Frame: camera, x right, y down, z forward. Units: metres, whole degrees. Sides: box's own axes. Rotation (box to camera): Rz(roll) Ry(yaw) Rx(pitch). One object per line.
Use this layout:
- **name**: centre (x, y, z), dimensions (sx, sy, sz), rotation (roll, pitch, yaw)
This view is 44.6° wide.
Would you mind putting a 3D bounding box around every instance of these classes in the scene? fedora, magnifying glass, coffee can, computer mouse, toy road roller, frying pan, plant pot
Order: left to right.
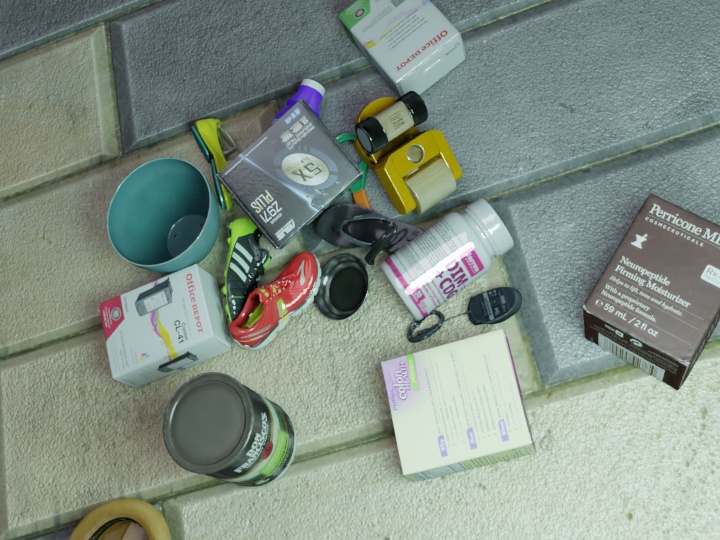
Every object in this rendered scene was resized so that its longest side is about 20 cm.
- **fedora**: centre (-0.381, 0.472, 1.411), dimensions (0.197, 0.082, 0.204), rotation (-6, 64, 12)
- **plant pot**: centre (-0.330, -0.081, 1.565), dimensions (0.197, 0.135, 0.203), rotation (-5, 70, 14)
- **coffee can**: centre (-0.198, 0.253, 1.369), dimensions (0.144, 0.200, 0.149), rotation (-5, 70, 14)
- **frying pan**: centre (-0.012, -0.006, 1.478), dimensions (0.114, 0.031, 0.192), rotation (29, 94, 37)
- **magnifying glass**: centre (-0.008, -0.156, 1.561), dimensions (0.079, 0.022, 0.203), rotation (-20, 65, 8)
- **toy road roller**: centre (0.068, -0.200, 1.508), dimensions (0.122, 0.146, 0.202), rotation (-33, 100, -14)
- **computer mouse**: centre (0.168, 0.077, 1.422), dimensions (0.197, 0.034, 0.059), rotation (-19, 58, 17)

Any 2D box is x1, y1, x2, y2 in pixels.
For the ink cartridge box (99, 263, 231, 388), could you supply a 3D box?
- **ink cartridge box**: centre (-0.341, 0.097, 1.533), dimensions (0.198, 0.086, 0.149), rotation (-23, 66, 9)

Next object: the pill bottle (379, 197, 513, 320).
- **pill bottle**: centre (0.140, -0.021, 1.415), dimensions (0.199, 0.113, 0.114), rotation (-36, 65, 1)

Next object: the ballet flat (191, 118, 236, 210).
- **ballet flat**: centre (-0.256, -0.205, 1.632), dimensions (0.066, 0.067, 0.202), rotation (-18, 63, -14)

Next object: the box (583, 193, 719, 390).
- **box**: centre (0.442, 0.035, 1.277), dimensions (0.165, 0.164, 0.201), rotation (29, 81, 24)

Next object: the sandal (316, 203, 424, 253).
- **sandal**: centre (0.019, -0.068, 1.488), dimensions (0.197, 0.043, 0.077), rotation (11, 93, 14)

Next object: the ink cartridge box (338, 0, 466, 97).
- **ink cartridge box**: centre (0.076, -0.425, 1.596), dimensions (0.144, 0.084, 0.201), rotation (-37, 65, 1)

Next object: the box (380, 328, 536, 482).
- **box**: centre (0.149, 0.209, 1.340), dimensions (0.197, 0.097, 0.178), rotation (-16, 67, 9)

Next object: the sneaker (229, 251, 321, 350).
- **sneaker**: centre (-0.144, 0.047, 1.485), dimensions (0.077, 0.085, 0.201), rotation (34, 83, 36)

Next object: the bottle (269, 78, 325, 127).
- **bottle**: centre (-0.125, -0.252, 1.604), dimensions (0.082, 0.065, 0.202), rotation (19, 77, 16)

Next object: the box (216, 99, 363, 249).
- **box**: centre (-0.119, -0.162, 1.508), dimensions (0.199, 0.086, 0.164), rotation (-40, 91, 1)

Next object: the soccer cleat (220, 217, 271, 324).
- **soccer cleat**: centre (-0.198, 0.001, 1.538), dimensions (0.080, 0.068, 0.203), rotation (0, 70, 3)
